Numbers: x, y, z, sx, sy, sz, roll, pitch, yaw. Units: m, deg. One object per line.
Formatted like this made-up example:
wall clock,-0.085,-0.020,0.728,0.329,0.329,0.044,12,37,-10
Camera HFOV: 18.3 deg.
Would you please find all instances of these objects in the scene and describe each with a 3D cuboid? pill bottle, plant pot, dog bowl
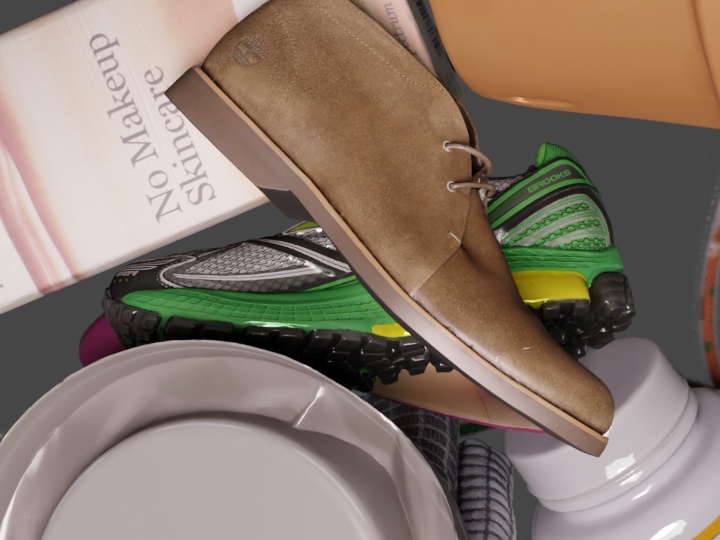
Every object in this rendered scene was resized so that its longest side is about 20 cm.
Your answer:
pill bottle,0.146,0.127,0.940,0.109,0.109,0.200,-34,107,11
plant pot,0.103,-0.137,0.807,0.140,0.200,0.200,-5,112,19
dog bowl,-0.047,0.124,0.804,0.200,0.059,0.200,0,90,19

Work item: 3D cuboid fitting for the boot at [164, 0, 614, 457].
boot,0.025,-0.020,0.780,0.075,0.074,0.200,-45,81,-2

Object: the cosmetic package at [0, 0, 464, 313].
cosmetic package,-0.070,-0.068,0.865,0.200,0.087,0.103,-24,96,8

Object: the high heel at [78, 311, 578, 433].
high heel,-0.014,0.038,0.905,0.200,0.096,0.067,-14,146,4

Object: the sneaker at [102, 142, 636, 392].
sneaker,0.000,0.000,0.861,0.200,0.078,0.085,-7,66,-6

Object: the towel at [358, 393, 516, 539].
towel,-0.030,0.143,0.916,0.200,0.166,0.086,-39,103,12
